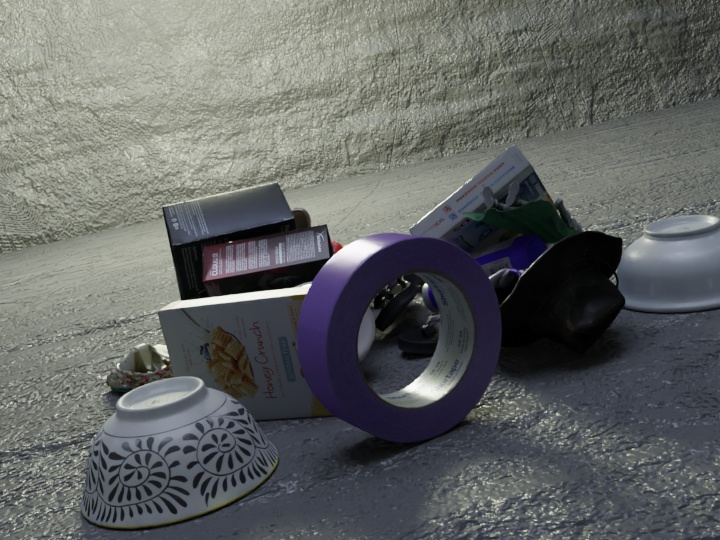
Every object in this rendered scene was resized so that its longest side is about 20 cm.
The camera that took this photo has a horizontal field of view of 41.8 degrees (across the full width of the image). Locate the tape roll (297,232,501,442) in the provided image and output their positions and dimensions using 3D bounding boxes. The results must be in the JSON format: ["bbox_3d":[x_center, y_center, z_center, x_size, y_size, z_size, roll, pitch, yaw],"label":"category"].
[{"bbox_3d":[0.041,0.064,0.929,0.200,0.200,0.066,-17,13,-27],"label":"tape roll"}]

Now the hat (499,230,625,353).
[{"bbox_3d":[0.240,0.046,1.063,0.200,0.201,0.081,-18,56,-30],"label":"hat"}]

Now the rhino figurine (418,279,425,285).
[{"bbox_3d":[0.117,-0.008,1.512,0.200,0.060,0.087,-2,38,42],"label":"rhino figurine"}]

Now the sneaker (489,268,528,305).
[{"bbox_3d":[0.207,0.023,1.132,0.200,0.073,0.114,-31,-23,-18],"label":"sneaker"}]

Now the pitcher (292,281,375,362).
[{"bbox_3d":[-0.087,0.092,1.165,0.172,0.121,0.200,-42,16,-32],"label":"pitcher"}]

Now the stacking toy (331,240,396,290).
[{"bbox_3d":[0.026,-0.001,1.468,0.200,0.110,0.116,-7,4,9],"label":"stacking toy"}]

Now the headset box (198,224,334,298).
[{"bbox_3d":[-0.129,0.027,1.347,0.200,0.149,0.077,-10,44,2],"label":"headset box"}]

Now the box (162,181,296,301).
[{"bbox_3d":[-0.191,-0.011,1.438,0.182,0.200,0.104,-12,41,-12],"label":"box"}]

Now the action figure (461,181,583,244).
[{"bbox_3d":[0.238,-0.068,1.251,0.118,0.055,0.200,-2,-15,40],"label":"action figure"}]

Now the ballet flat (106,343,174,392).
[{"bbox_3d":[-0.271,0.128,1.248,0.200,0.064,0.076,-1,16,40],"label":"ballet flat"}]

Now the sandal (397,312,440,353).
[{"bbox_3d":[0.137,0.064,1.218,0.200,0.043,0.076,-15,12,-16],"label":"sandal"}]

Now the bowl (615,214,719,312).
[{"bbox_3d":[0.423,-0.018,1.225,0.201,0.090,0.201,-10,12,2],"label":"bowl"}]

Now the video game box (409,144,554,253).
[{"bbox_3d":[0.179,-0.072,1.330,0.182,0.047,0.200,-37,-25,10],"label":"video game box"}]

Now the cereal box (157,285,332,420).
[{"bbox_3d":[-0.119,0.097,1.061,0.200,0.144,0.040,-8,14,19],"label":"cereal box"}]

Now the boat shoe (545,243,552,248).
[{"bbox_3d":[0.243,-0.002,1.408,0.072,0.068,0.200,-57,14,-13],"label":"boat shoe"}]

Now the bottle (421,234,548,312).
[{"bbox_3d":[0.171,0.014,1.292,0.200,0.084,0.065,-21,23,44],"label":"bottle"}]

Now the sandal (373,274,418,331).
[{"bbox_3d":[0.043,0.034,1.330,0.076,0.043,0.200,-50,2,11],"label":"sandal"}]

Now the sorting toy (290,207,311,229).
[{"bbox_3d":[-0.176,-0.012,1.539,0.200,0.185,0.036,-12,41,-12],"label":"sorting toy"}]

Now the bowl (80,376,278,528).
[{"bbox_3d":[-0.188,0.165,0.934,0.201,0.094,0.201,-11,13,3],"label":"bowl"}]
